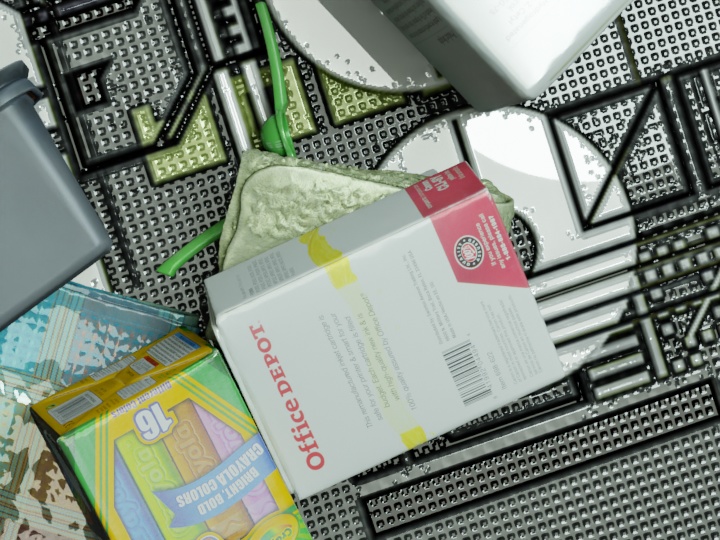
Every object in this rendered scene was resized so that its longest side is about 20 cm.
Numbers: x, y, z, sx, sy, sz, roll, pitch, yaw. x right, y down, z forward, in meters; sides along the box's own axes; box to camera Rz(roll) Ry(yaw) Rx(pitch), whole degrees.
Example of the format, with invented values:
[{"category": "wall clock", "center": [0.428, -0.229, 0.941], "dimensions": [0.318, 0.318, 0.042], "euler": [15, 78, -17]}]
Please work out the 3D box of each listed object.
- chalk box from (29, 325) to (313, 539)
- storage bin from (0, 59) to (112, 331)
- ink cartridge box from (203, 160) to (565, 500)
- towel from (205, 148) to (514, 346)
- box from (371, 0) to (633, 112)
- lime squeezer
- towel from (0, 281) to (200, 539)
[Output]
[{"category": "chalk box", "center": [-0.114, 0.158, 1.522], "dimensions": [0.123, 0.124, 0.201], "euler": [-29, 104, -12]}, {"category": "storage bin", "center": [-0.262, -0.025, 1.504], "dimensions": [0.200, 0.146, 0.135], "euler": [-37, 92, -4]}, {"category": "ink cartridge box", "center": [0.013, 0.038, 1.518], "dimensions": [0.199, 0.083, 0.146], "euler": [-24, 111, -2]}, {"category": "towel", "center": [0.000, 0.000, 1.567], "dimensions": [0.199, 0.037, 0.149], "euler": [7, 105, -12]}, {"category": "box", "center": [0.105, -0.231, 1.513], "dimensions": [0.200, 0.199, 0.171], "euler": [-44, 95, -4]}, {"category": "lime squeezer", "center": [-0.072, -0.081, 1.587], "dimensions": [0.070, 0.038, 0.201], "euler": [20, 90, 26]}, {"category": "towel", "center": [-0.201, 0.109, 1.577], "dimensions": [0.146, 0.022, 0.201], "euler": [15, 89, -5]}]
